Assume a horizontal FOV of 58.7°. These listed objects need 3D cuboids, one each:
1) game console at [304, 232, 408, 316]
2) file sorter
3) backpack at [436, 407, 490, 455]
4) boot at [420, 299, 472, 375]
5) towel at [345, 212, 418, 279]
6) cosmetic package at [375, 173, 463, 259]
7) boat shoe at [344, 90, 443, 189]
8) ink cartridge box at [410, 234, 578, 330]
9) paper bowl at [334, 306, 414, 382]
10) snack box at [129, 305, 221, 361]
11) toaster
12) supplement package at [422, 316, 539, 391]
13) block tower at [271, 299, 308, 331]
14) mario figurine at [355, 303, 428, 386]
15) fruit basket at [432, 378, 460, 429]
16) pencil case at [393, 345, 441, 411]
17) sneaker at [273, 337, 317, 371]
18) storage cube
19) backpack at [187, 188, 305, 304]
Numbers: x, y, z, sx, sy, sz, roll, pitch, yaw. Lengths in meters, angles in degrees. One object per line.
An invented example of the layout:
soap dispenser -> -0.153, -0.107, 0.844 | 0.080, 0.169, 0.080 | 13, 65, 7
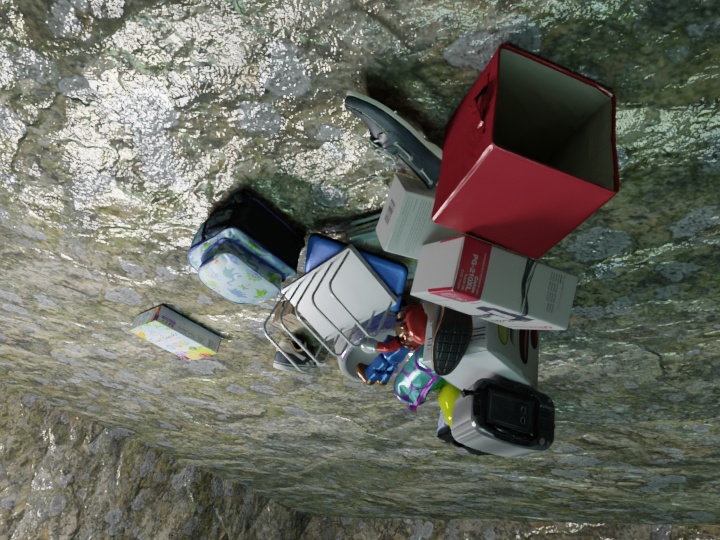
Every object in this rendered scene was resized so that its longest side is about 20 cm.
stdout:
game console -> 0.000, 0.000, 1.245 | 0.197, 0.119, 0.173 | 19, 130, 9
file sorter -> -0.059, 0.078, 1.170 | 0.199, 0.125, 0.139 | -31, 109, 37
backpack -> 0.299, 0.403, 1.726 | 0.198, 0.156, 0.190 | 31, 136, -19
boot -> 0.150, 0.077, 1.133 | 0.073, 0.204, 0.097 | 5, -167, -17
towel -> 0.092, -0.050, 1.174 | 0.198, 0.049, 0.171 | -12, 144, 34
cosmetic package -> 0.137, -0.070, 1.032 | 0.197, 0.085, 0.109 | 15, 114, -17
boat shoe -> 0.049, -0.189, 0.933 | 0.199, 0.062, 0.075 | 29, -170, -34
ink cartridge box -> 0.197, 0.023, 0.953 | 0.197, 0.086, 0.144 | 18, 170, -18
paper bowl -> 0.039, 0.149, 1.413 | 0.197, 0.105, 0.203 | -11, 138, -10
snack box -> -0.495, 0.173, 1.720 | 0.141, 0.054, 0.199 | -19, 136, 39
toaster -> 0.253, 0.277, 1.190 | 0.197, 0.115, 0.129 | 16, 151, -10
supplement package -> 0.239, 0.114, 1.236 | 0.146, 0.203, 0.191 | -17, 139, 39
block tower -> -0.126, 0.081, 1.449 | 0.054, 0.059, 0.199 | 28, 147, -26
mario figurine -> 0.072, 0.137, 1.295 | 0.106, 0.123, 0.201 | 41, 113, 3
fruit basket -> 0.232, 0.249, 1.429 | 0.153, 0.219, 0.216 | -10, 160, -30
pencil case -> 0.148, 0.207, 1.371 | 0.084, 0.093, 0.201 | 7, 134, -28
sneaker -> -0.161, 0.220, 1.671 | 0.077, 0.081, 0.200 | 9, 174, 16
storage cube -> 0.212, -0.151, 0.852 | 0.197, 0.173, 0.180 | 17, 150, -11
backpack -> -0.231, -0.027, 1.223 | 0.182, 0.149, 0.198 | 36, 144, -31
